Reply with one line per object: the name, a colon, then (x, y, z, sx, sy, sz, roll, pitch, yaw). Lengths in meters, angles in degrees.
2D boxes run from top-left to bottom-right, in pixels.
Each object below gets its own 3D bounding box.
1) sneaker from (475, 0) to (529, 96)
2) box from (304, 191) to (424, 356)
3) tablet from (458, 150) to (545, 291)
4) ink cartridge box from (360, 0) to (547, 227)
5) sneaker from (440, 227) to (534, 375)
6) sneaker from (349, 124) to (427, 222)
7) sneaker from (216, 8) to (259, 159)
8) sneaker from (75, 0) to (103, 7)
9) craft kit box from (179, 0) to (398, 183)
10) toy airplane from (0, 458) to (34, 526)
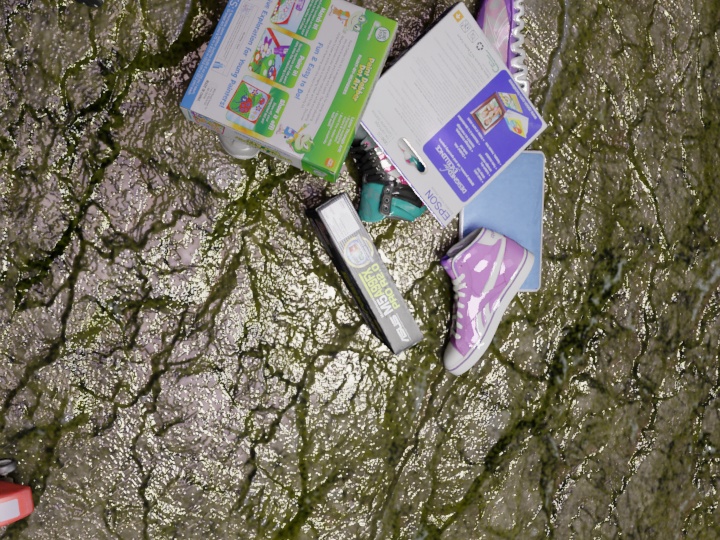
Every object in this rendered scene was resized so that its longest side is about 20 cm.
sneaker: (0.175, -0.317, 0.901, 0.086, 0.081, 0.205, -6, 96, -1)
box: (0.000, 0.000, 0.853, 0.044, 0.160, 0.203, -30, 99, -7)
tablet: (0.203, -0.071, 0.954, 0.127, 0.014, 0.205, 0, 95, -9)
ink cartridge box: (0.111, -0.196, 0.849, 0.200, 0.043, 0.199, -43, 106, -7)
sneaker: (0.142, 0.037, 0.917, 0.113, 0.073, 0.203, 26, 95, -14)
sneaker: (0.016, -0.126, 0.880, 0.198, 0.083, 0.123, 30, 83, -21)
sneaker: (-0.159, -0.246, 0.847, 0.073, 0.082, 0.205, -3, 94, -8)
sneaker: (-0.393, -0.410, 0.811, 0.197, 0.075, 0.088, 27, 80, -15)
craft kit box: (-0.080, -0.234, 0.775, 0.194, 0.049, 0.203, 23, 80, 3)
toy airplane: (-0.530, 0.297, 0.800, 0.200, 0.141, 0.200, 42, 88, -10)
